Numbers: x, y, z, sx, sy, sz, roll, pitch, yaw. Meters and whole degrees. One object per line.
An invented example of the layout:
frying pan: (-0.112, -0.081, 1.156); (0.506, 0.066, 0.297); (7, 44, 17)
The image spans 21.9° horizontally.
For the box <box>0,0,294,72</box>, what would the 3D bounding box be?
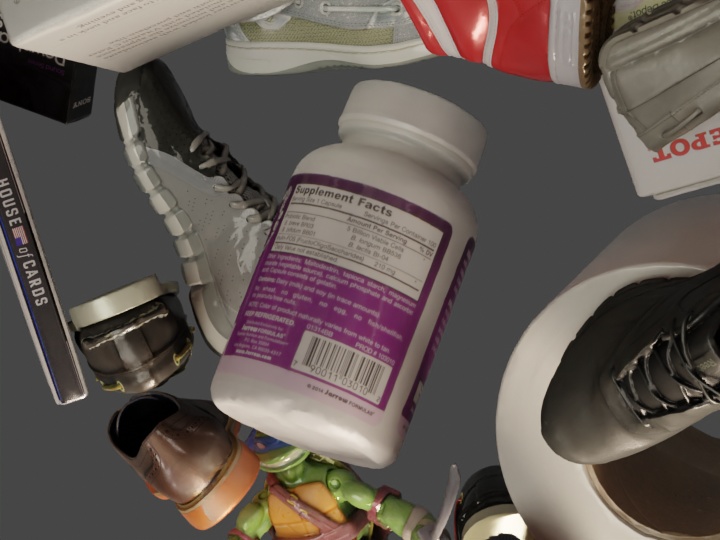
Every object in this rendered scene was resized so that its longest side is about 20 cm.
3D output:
box: (-0.103, -0.238, 0.997); (0.199, 0.131, 0.200); (-21, 82, 19)

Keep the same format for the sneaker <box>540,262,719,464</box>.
sneaker: (0.157, 0.035, 0.873); (0.200, 0.091, 0.076); (-39, 90, 31)

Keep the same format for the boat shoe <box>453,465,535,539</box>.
boat shoe: (0.106, 0.211, 1.133); (0.074, 0.063, 0.202); (-14, 115, 7)

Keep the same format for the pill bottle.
pill bottle: (0.000, 0.000, 1.039); (0.112, 0.112, 0.200); (17, 77, 19)

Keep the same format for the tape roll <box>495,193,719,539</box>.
tape roll: (0.189, 0.072, 1.001); (0.202, 0.139, 0.203); (8, 110, 22)

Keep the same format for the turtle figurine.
turtle figurine: (-0.017, 0.195, 1.120); (0.200, 0.144, 0.194); (24, 142, 57)

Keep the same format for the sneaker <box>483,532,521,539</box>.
sneaker: (0.053, 0.208, 1.016); (0.082, 0.070, 0.200); (28, 144, -25)

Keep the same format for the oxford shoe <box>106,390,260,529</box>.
oxford shoe: (-0.117, 0.097, 1.134); (0.073, 0.200, 0.071); (43, 80, -15)

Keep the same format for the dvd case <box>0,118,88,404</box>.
dvd case: (-0.214, -0.034, 1.131); (0.025, 0.150, 0.200); (-18, 113, -11)

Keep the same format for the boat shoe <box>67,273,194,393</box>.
boat shoe: (-0.135, 0.043, 1.114); (0.072, 0.201, 0.061); (-23, 89, -3)

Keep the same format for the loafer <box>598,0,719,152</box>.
loafer: (0.210, -0.115, 0.877); (0.200, 0.070, 0.070); (-20, 103, 34)

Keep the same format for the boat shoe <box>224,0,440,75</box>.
boat shoe: (0.007, -0.153, 1.050); (0.202, 0.074, 0.065); (-2, 111, 32)

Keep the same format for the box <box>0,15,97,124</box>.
box: (-0.221, -0.206, 1.157); (0.143, 0.036, 0.200); (20, 116, 18)

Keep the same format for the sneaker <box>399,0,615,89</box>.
sneaker: (0.070, -0.192, 0.913); (0.112, 0.071, 0.200); (10, 113, 21)

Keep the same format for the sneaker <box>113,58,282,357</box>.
sneaker: (-0.064, -0.048, 1.124); (0.115, 0.075, 0.200); (-13, 111, 23)

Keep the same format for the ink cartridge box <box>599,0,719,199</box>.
ink cartridge box: (0.188, -0.155, 0.957); (0.145, 0.084, 0.200); (-16, 99, 28)
